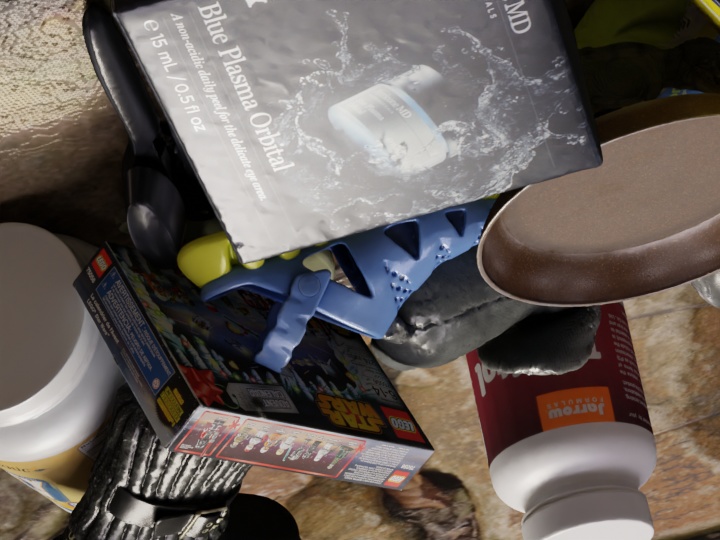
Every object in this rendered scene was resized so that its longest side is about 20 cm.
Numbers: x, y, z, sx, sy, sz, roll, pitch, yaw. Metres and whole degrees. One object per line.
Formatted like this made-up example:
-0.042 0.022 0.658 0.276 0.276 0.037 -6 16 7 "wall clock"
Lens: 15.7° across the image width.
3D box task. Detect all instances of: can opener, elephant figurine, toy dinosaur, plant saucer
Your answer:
-0.110 -0.084 1.455 0.063 0.079 0.200 -9 143 -1 "can opener"
0.101 -0.006 1.607 0.199 0.156 0.142 -4 153 0 "elephant figurine"
0.115 -0.087 1.425 0.199 0.047 0.088 0 118 2 "toy dinosaur"
0.156 -0.042 1.418 0.200 0.032 0.200 -13 154 -7 "plant saucer"

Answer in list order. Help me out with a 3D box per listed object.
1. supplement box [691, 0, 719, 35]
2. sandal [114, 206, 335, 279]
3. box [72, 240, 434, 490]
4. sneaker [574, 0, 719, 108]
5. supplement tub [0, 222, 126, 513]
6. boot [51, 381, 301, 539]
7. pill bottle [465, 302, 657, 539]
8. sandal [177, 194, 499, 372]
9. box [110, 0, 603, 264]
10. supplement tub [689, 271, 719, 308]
0.227 -0.160 1.335 0.109 0.110 0.200 -44 147 7 "supplement box"
-0.073 -0.010 1.619 0.080 0.057 0.201 -24 151 24 "sandal"
-0.061 0.058 1.540 0.200 0.137 0.040 14 124 -46 "box"
0.128 -0.097 1.501 0.200 0.076 0.105 -24 152 23 "sneaker"
-0.183 0.063 1.626 0.144 0.145 0.200 -18 153 14 "supplement tub"
-0.089 0.134 1.605 0.211 0.079 0.158 -4 130 -49 "boot"
0.134 0.090 1.739 0.113 0.200 0.113 -9 154 -4 "pill bottle"
0.000 0.000 1.501 0.200 0.087 0.079 -16 178 -3 "sandal"
-0.002 -0.127 1.294 0.200 0.118 0.197 -16 139 8 "box"
0.283 -0.026 1.590 0.200 0.123 0.123 11 160 20 "supplement tub"
